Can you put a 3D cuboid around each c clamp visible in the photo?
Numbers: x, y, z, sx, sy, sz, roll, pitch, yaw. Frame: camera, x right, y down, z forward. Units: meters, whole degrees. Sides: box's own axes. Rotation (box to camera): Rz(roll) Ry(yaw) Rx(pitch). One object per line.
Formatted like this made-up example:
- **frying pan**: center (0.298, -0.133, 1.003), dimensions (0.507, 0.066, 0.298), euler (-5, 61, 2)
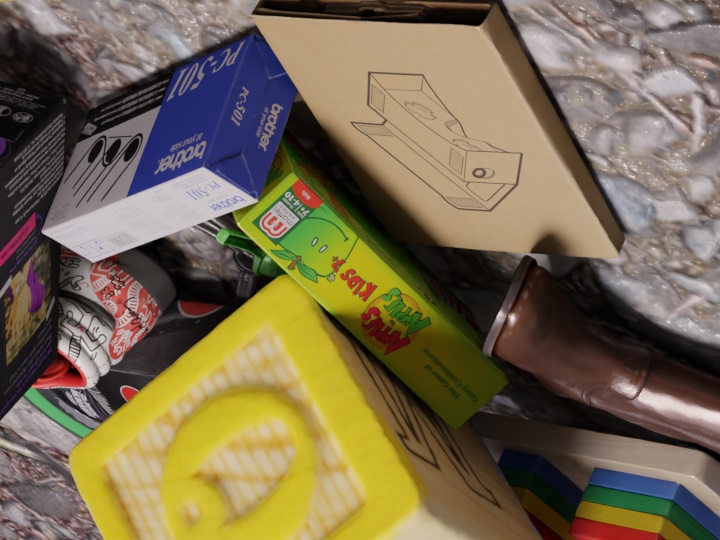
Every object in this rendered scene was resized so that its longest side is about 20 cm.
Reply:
- **c clamp**: center (-0.098, 0.007, 1.757), dimensions (0.170, 0.027, 0.200), euler (28, 154, 13)

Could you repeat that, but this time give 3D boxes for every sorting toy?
- **sorting toy**: center (0.183, 0.178, 1.675), dimensions (0.199, 0.070, 0.199), euler (7, 155, 45)

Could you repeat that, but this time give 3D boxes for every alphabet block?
- **alphabet block**: center (-0.025, 0.156, 1.582), dimensions (0.200, 0.195, 0.197), euler (37, -164, -53)

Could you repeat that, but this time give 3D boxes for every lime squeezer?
- **lime squeezer**: center (-0.038, 0.005, 1.640), dimensions (0.038, 0.071, 0.200), euler (-42, 134, 17)

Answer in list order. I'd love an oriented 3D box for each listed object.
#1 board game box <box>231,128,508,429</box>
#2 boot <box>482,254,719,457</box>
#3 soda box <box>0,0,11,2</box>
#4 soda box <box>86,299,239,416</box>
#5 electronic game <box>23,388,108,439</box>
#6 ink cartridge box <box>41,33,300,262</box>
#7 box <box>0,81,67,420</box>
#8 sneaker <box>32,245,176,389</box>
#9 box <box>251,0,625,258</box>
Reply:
- **board game box**: center (0.000, 0.000, 1.569), dimensions (0.200, 0.048, 0.102), euler (44, -171, -26)
- **boot**: center (0.178, 0.065, 1.526), dimensions (0.199, 0.064, 0.186), euler (25, 176, 15)
- **soda box**: center (-0.226, -0.240, 1.415), dimensions (0.064, 0.068, 0.200), euler (1, 141, 40)
- **soda box**: center (-0.110, 0.065, 1.758), dimensions (0.199, 0.071, 0.063), euler (6, 145, 46)
- **electronic game**: center (-0.197, 0.087, 1.956), dimensions (0.199, 0.042, 0.200), euler (22, 152, 13)
- **ink cartridge box**: center (-0.115, -0.071, 1.560), dimensions (0.044, 0.094, 0.200), euler (31, 154, -26)
- **box**: center (-0.263, -0.015, 1.633), dimensions (0.122, 0.106, 0.201), euler (16, 123, 14)
- **sneaker**: center (-0.233, 0.014, 1.779), dimensions (0.201, 0.108, 0.067), euler (21, 150, 31)
- **box**: center (0.046, -0.081, 1.476), dimensions (0.163, 0.021, 0.200), euler (7, 144, 37)
